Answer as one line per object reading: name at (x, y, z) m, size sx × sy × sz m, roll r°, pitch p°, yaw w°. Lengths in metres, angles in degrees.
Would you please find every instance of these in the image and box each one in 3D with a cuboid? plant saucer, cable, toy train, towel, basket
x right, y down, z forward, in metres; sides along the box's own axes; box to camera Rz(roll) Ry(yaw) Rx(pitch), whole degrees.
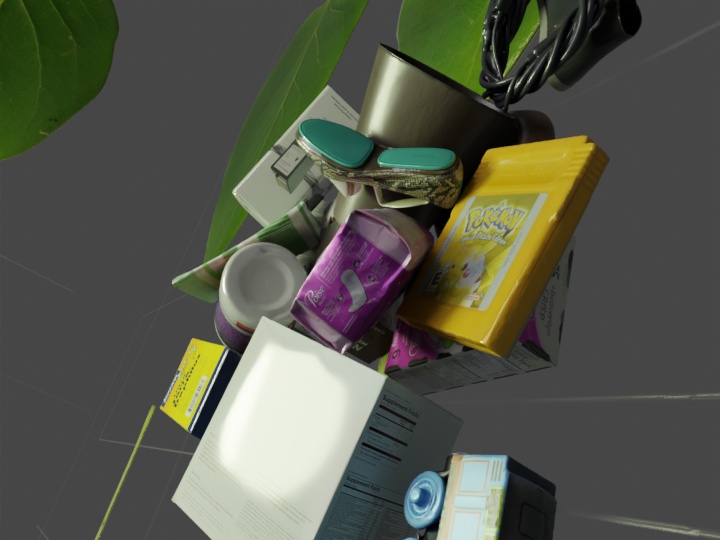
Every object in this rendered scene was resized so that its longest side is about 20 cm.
plant saucer at (0.148, -0.112, 0.832) m, size 0.200 × 0.034 × 0.203 m, roll -45°, pitch 28°, yaw 31°
cable at (0.196, -0.266, 0.753) m, size 0.162 × 0.050 × 0.205 m, roll 4°, pitch 73°, yaw 54°
toy train at (0.078, 0.236, 0.518) m, size 0.113 × 0.086 × 0.204 m, roll -19°, pitch 46°, yaw 49°
towel at (-0.145, -0.020, 0.945) m, size 0.197 × 0.024 × 0.153 m, roll -29°, pitch -12°, yaw 0°
basket at (0.058, -0.131, 0.821) m, size 0.203 × 0.177 × 0.136 m, roll -63°, pitch 1°, yaw 20°

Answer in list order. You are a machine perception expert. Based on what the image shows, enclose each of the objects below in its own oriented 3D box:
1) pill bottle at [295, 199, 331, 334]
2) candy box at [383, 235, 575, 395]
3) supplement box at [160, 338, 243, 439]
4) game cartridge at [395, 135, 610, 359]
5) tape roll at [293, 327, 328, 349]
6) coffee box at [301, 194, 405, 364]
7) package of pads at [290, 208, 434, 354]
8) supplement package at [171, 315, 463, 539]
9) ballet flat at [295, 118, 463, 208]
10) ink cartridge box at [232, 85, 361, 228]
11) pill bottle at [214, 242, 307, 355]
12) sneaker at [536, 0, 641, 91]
pill bottle at (-0.086, -0.012, 1.102) m, size 0.113 × 0.112 × 0.203 m, roll -39°, pitch 30°, yaw 39°
candy box at (0.114, 0.038, 0.694) m, size 0.199 × 0.060 × 0.139 m, roll -27°, pitch 39°, yaw 52°
supplement box at (-0.178, 0.167, 0.914) m, size 0.199 × 0.108 × 0.112 m, roll -4°, pitch 59°, yaw 63°
game cartridge at (0.123, -0.029, 0.636) m, size 0.203 × 0.032 × 0.176 m, roll -62°, pitch 22°, yaw -7°
tape roll at (-0.126, 0.184, 1.016) m, size 0.202 × 0.070 × 0.205 m, roll -45°, pitch 28°, yaw 31°
coffee box at (0.000, 0.000, 0.909) m, size 0.079 × 0.113 × 0.203 m, roll -39°, pitch 30°, yaw 40°
package of pads at (0.010, 0.000, 0.692) m, size 0.122 × 0.075 × 0.200 m, roll -56°, pitch -7°, yaw 11°
supplement package at (-0.041, 0.186, 0.673) m, size 0.189 × 0.146 × 0.204 m, roll 18°, pitch 79°, yaw 44°
ballet flat at (0.016, -0.105, 0.746) m, size 0.068 × 0.196 × 0.077 m, roll -53°, pitch -29°, yaw -41°
ink cartridge box at (-0.083, -0.147, 1.009) m, size 0.201 × 0.084 × 0.146 m, roll -48°, pitch -3°, yaw -5°
pill bottle at (-0.139, 0.052, 0.928) m, size 0.200 × 0.109 × 0.114 m, roll 124°, pitch 166°, yaw -63°
sneaker at (0.261, -0.306, 0.785) m, size 0.105 × 0.074 × 0.205 m, roll -25°, pitch 50°, yaw 46°
